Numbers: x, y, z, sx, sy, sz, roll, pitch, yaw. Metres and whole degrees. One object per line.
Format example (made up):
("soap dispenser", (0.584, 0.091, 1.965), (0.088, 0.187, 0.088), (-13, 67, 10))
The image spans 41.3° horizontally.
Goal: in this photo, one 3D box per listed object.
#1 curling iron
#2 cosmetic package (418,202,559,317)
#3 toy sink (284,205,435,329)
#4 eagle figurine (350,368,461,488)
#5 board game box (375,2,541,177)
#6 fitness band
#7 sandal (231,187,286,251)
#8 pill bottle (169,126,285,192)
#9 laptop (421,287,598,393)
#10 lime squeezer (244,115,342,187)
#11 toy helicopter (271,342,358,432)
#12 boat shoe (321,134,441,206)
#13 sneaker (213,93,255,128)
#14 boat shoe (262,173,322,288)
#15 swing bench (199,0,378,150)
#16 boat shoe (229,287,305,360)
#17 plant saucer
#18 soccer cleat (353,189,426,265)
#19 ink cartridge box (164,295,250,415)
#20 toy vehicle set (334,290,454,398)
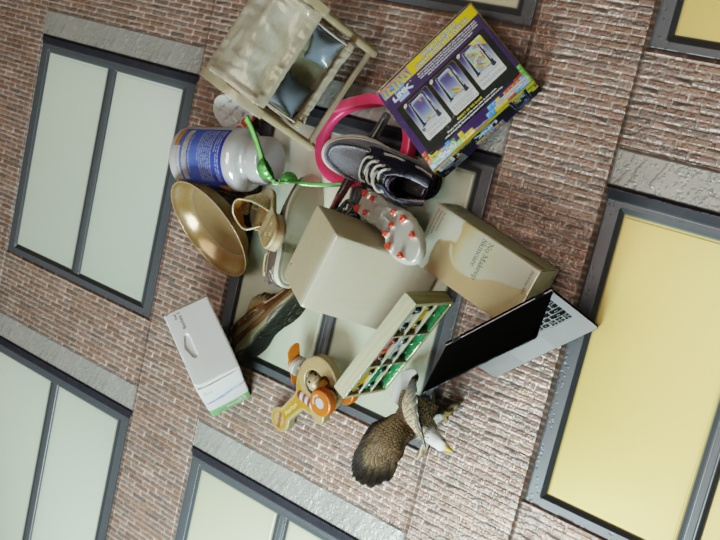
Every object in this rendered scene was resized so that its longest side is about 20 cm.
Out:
("curling iron", (0.002, -0.162, 1.547), (0.049, 0.026, 0.202), (26, 104, 7))
("cosmetic package", (0.184, -0.008, 1.429), (0.199, 0.071, 0.106), (35, 109, 29))
("toy sink", (0.000, 0.000, 1.519), (0.132, 0.197, 0.112), (-62, 31, 19))
("eagle figurine", (0.075, 0.231, 1.430), (0.149, 0.199, 0.155), (-2, 90, 34))
("board game box", (0.146, -0.270, 1.445), (0.199, 0.057, 0.166), (-40, 67, 16))
("fitness band", (0.007, -0.213, 1.575), (0.197, 0.037, 0.147), (-5, 90, 35))
("sandal", (-0.182, -0.100, 1.619), (0.078, 0.069, 0.212), (-61, 26, 14))
("pill bottle", (-0.234, -0.197, 1.692), (0.197, 0.111, 0.114), (8, 95, 34))
("laptop", (0.210, 0.120, 1.319), (0.186, 0.199, 0.117), (-30, 45, 31))
("lime squeezer", (-0.126, -0.171, 1.592), (0.199, 0.038, 0.071), (35, 82, 4))
("toy helicopter", (-0.101, 0.209, 1.630), (0.200, 0.078, 0.133), (-45, 73, 40))
("boat shoe", (0.027, -0.156, 1.479), (0.197, 0.093, 0.076), (16, 109, 7))
("sneaker", (-0.190, -0.312, 1.695), (0.077, 0.082, 0.199), (51, 141, -8))
("boat shoe", (-0.118, -0.068, 1.625), (0.059, 0.071, 0.203), (0, 72, 49))
("swing bench", (-0.113, -0.334, 1.524), (0.129, 0.199, 0.200), (40, 99, 36))
("boat shoe", (-0.168, 0.075, 1.672), (0.200, 0.075, 0.074), (-44, 64, 26))
("plant saucer", (-0.261, -0.081, 1.708), (0.199, 0.035, 0.202), (36, 148, 26))
("soccer cleat", (0.060, -0.067, 1.475), (0.070, 0.077, 0.200), (-59, 37, 14))
("ink cartridge box", (-0.263, 0.151, 1.661), (0.083, 0.200, 0.146), (-25, 72, -10))
("toy vehicle set", (0.053, 0.115, 1.489), (0.027, 0.123, 0.201), (47, 115, 24))
